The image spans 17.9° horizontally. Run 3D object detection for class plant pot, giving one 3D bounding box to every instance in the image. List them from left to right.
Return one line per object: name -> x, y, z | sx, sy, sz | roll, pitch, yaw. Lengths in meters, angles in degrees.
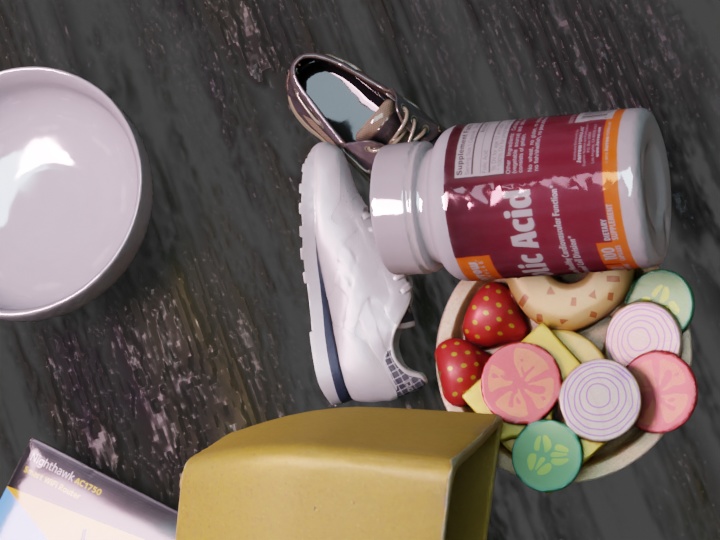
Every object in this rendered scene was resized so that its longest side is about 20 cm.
plant pot -> -0.023, 0.194, 1.603 | 0.199, 0.195, 0.195 | 9, 98, 13

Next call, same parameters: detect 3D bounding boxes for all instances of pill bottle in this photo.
pill bottle -> 0.115, -0.051, 1.635 | 0.199, 0.114, 0.115 | -5, 78, 20

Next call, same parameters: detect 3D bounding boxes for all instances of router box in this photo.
router box -> -0.194, 0.238, 1.734 | 0.199, 0.051, 0.150 | 24, 83, 16

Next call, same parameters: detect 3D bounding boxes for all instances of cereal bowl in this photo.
cereal bowl -> -0.253, -0.054, 1.788 | 0.199, 0.083, 0.201 | -2, 79, 12

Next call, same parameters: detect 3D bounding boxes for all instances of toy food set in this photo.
toy food set -> 0.153, 0.060, 1.688 | 0.200, 0.049, 0.198 | -43, 73, 2

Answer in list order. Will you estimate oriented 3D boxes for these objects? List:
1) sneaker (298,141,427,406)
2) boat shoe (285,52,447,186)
sneaker -> 0.000, 0.000, 1.725 | 0.080, 0.076, 0.201 | -9, 88, 13
boat shoe -> 0.019, -0.098, 1.737 | 0.200, 0.073, 0.075 | 33, 89, 17
